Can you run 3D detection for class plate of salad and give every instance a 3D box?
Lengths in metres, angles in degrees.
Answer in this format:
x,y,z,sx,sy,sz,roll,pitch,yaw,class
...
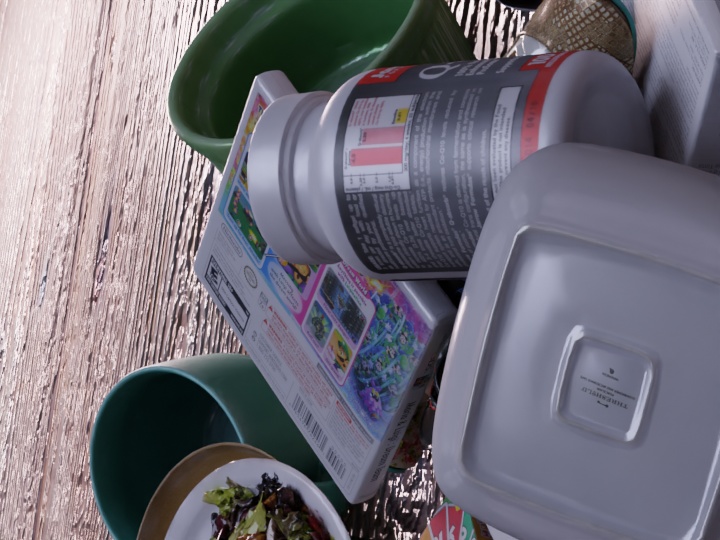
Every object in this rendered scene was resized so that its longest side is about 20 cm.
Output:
x,y,z,sx,sy,sz,roll,pitch,yaw,class
-0.074,0.220,1.502,0.199,0.048,0.202,-5,83,45,plate of salad

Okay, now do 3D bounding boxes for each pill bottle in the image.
x,y,z,sx,sy,sz,roll,pitch,yaw,class
0.046,-0.053,1.253,0.199,0.116,0.117,-2,76,33,pill bottle

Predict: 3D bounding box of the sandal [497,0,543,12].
x,y,z,sx,sy,sz,roll,pitch,yaw,class
0.104,-0.190,1.397,0.207,0.059,0.080,-103,27,-70,sandal

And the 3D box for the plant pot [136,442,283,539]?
x,y,z,sx,sy,sz,roll,pitch,yaw,class
-0.079,0.214,1.558,0.199,0.027,0.202,-5,84,45,plant pot

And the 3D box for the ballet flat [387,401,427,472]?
x,y,z,sx,sy,sz,roll,pitch,yaw,class
0.006,0.047,1.554,0.064,0.075,0.200,-58,32,26,ballet flat

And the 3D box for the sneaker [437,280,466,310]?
x,y,z,sx,sy,sz,roll,pitch,yaw,class
0.062,-0.030,1.411,0.200,0.070,0.078,-91,18,-77,sneaker

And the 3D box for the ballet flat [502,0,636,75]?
x,y,z,sx,sy,sz,roll,pitch,yaw,class
0.101,-0.100,1.319,0.071,0.065,0.200,50,165,7,ballet flat

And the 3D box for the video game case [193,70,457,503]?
x,y,z,sx,sy,sz,roll,pitch,yaw,class
-0.026,0.012,1.417,0.200,0.024,0.183,54,144,26,video game case

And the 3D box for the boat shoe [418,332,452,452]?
x,y,z,sx,sy,sz,roll,pitch,yaw,class
0.069,0.058,1.315,0.201,0.063,0.074,130,143,-63,boat shoe

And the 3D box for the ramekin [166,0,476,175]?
x,y,z,sx,sy,sz,roll,pitch,yaw,class
-0.018,-0.120,1.545,0.199,0.098,0.201,-25,36,19,ramekin

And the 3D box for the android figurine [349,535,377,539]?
x,y,z,sx,sy,sz,roll,pitch,yaw,class
-0.008,0.276,1.525,0.182,0.041,0.201,-168,90,-68,android figurine

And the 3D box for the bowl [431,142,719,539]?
x,y,z,sx,sy,sz,roll,pitch,yaw,class
0.126,0.051,1.108,0.199,0.075,0.201,19,102,25,bowl

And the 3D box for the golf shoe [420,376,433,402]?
x,y,z,sx,sy,sz,roll,pitch,yaw,class
0.000,0.000,1.442,0.075,0.091,0.201,-61,-46,-60,golf shoe

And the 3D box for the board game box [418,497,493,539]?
x,y,z,sx,sy,sz,roll,pitch,yaw,class
0.067,0.227,1.386,0.201,0.030,0.096,-105,33,-42,board game box

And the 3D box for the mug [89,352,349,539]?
x,y,z,sx,sy,sz,roll,pitch,yaw,class
-0.089,0.145,1.666,0.185,0.114,0.152,46,119,23,mug

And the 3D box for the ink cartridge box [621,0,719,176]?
x,y,z,sx,sy,sz,roll,pitch,yaw,class
0.170,-0.092,1.280,0.162,0.050,0.201,-103,14,-45,ink cartridge box

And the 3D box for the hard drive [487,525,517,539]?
x,y,z,sx,sy,sz,roll,pitch,yaw,class
0.108,0.056,1.336,0.132,0.026,0.201,-117,39,-64,hard drive
